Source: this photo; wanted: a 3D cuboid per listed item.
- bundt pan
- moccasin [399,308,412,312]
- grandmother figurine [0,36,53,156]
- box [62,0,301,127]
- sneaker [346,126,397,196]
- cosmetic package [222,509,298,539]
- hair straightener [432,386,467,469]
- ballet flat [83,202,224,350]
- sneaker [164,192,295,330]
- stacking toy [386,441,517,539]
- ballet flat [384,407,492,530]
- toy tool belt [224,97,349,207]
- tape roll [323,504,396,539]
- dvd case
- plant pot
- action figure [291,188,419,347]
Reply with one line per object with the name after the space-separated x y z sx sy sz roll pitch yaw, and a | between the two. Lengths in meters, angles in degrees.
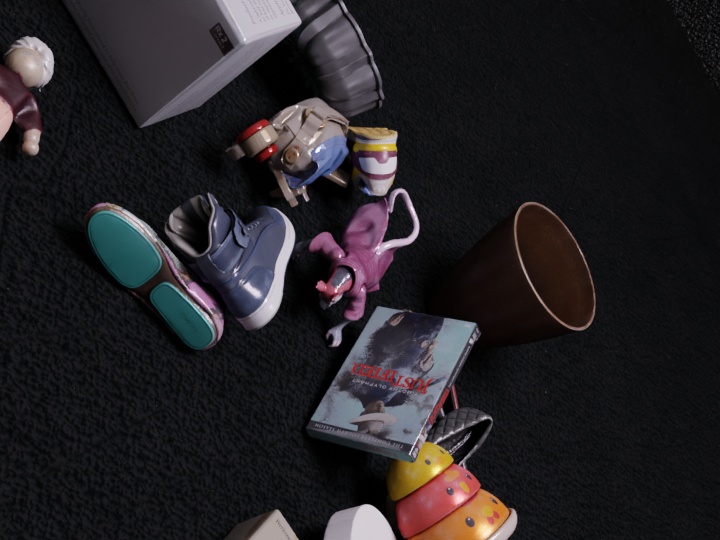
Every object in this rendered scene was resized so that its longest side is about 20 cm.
-0.052 -0.292 1.423 0.075 0.202 0.204 -32 94 -10 | bundt pan
0.038 0.137 1.320 0.078 0.073 0.203 42 41 -28 | moccasin
-0.366 -0.165 1.041 0.122 0.060 0.201 51 39 -28 | grandmother figurine
-0.211 -0.309 1.203 0.201 0.199 0.130 59 34 -3 | box
0.008 -0.152 1.445 0.200 0.074 0.092 -114 -153 -80 | sneaker
-0.124 0.333 0.995 0.106 0.071 0.200 56 36 -7 | cosmetic package
0.099 0.227 1.379 0.076 0.041 0.203 2 70 -28 | hair straightener
-0.218 0.000 1.115 0.200 0.069 0.071 50 19 -22 | ballet flat
-0.146 -0.047 1.183 0.146 0.076 0.204 47 22 -28 | sneaker
0.076 0.254 1.218 0.201 0.146 0.146 56 36 5 | stacking toy
0.095 0.243 1.308 0.067 0.056 0.200 53 56 -16 | ballet flat
-0.074 -0.142 1.321 0.124 0.124 0.200 57 25 -4 | toy tool belt
0.014 0.355 1.118 0.203 0.037 0.206 -18 91 -76 | tape roll
0.040 0.130 1.240 0.201 0.144 0.022 -58 142 -33 | dvd case
0.197 0.031 1.477 0.186 0.199 0.189 29 47 -37 | plant pot
0.000 0.000 1.314 0.135 0.147 0.200 61 22 -10 | action figure
